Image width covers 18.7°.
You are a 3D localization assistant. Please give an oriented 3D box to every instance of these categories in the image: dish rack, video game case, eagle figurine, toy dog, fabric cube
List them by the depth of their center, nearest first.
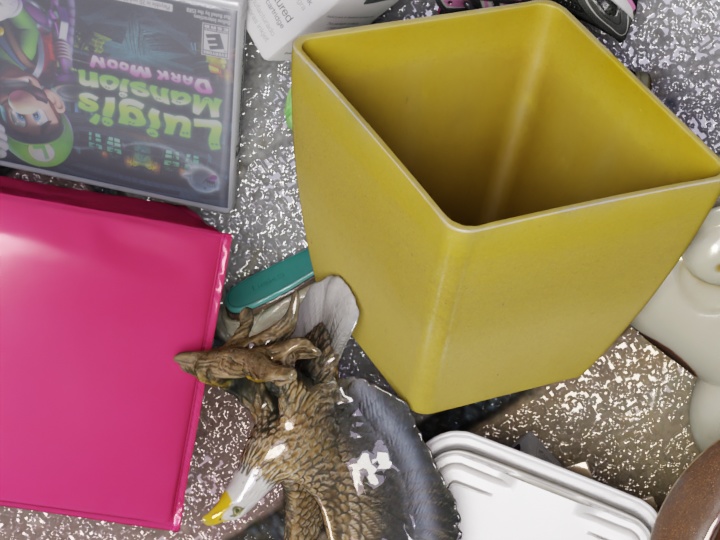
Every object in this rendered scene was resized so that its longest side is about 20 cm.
[{"bbox_3d":[-0.031,0.120,1.335,0.151,0.152,0.200,-29,115,13],"label":"eagle figurine"},{"bbox_3d":[0.085,0.216,1.357,0.171,0.044,0.201,21,95,5],"label":"dish rack"},{"bbox_3d":[-0.210,0.045,1.417,0.199,0.200,0.197,10,94,-14],"label":"fabric cube"},{"bbox_3d":[0.245,0.044,1.420,0.193,0.140,0.201,-27,102,-10],"label":"toy dog"},{"bbox_3d":[-0.176,-0.130,1.462,0.199,0.023,0.182,12,134,6],"label":"video game case"}]

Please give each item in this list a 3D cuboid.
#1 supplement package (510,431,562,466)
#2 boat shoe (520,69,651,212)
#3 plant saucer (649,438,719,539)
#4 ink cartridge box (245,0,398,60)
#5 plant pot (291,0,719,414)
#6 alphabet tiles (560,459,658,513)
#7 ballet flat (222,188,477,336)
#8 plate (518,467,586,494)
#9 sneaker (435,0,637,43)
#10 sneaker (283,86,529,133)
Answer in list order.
[{"bbox_3d":[0.092,0.236,1.466,0.200,0.111,0.156,-43,89,6],"label":"supplement package"},{"bbox_3d":[0.133,-0.047,1.464,0.066,0.072,0.202,22,100,-1],"label":"boat shoe"},{"bbox_3d":[0.274,0.188,1.339,0.199,0.034,0.201,-1,95,-9],"label":"plant saucer"},{"bbox_3d":[-0.008,-0.252,1.414,0.200,0.084,0.146,-37,76,30],"label":"ink cartridge box"},{"bbox_3d":[0.074,-0.030,1.344,0.199,0.200,0.177,-12,134,-29],"label":"plant pot"},{"bbox_3d":[0.127,0.231,1.404,0.167,0.008,0.201,-17,92,7],"label":"alphabet tiles"},{"bbox_3d":[0.000,0.000,1.495,0.199,0.068,0.062,-27,118,11],"label":"ballet flat"},{"bbox_3d":[0.088,0.222,1.391,0.199,0.026,0.201,0,95,5],"label":"plate"},{"bbox_3d":[0.092,-0.198,1.463,0.200,0.080,0.087,32,102,15],"label":"sneaker"},{"bbox_3d":[0.045,-0.117,1.471,0.199,0.084,0.077,-3,81,-10],"label":"sneaker"}]
